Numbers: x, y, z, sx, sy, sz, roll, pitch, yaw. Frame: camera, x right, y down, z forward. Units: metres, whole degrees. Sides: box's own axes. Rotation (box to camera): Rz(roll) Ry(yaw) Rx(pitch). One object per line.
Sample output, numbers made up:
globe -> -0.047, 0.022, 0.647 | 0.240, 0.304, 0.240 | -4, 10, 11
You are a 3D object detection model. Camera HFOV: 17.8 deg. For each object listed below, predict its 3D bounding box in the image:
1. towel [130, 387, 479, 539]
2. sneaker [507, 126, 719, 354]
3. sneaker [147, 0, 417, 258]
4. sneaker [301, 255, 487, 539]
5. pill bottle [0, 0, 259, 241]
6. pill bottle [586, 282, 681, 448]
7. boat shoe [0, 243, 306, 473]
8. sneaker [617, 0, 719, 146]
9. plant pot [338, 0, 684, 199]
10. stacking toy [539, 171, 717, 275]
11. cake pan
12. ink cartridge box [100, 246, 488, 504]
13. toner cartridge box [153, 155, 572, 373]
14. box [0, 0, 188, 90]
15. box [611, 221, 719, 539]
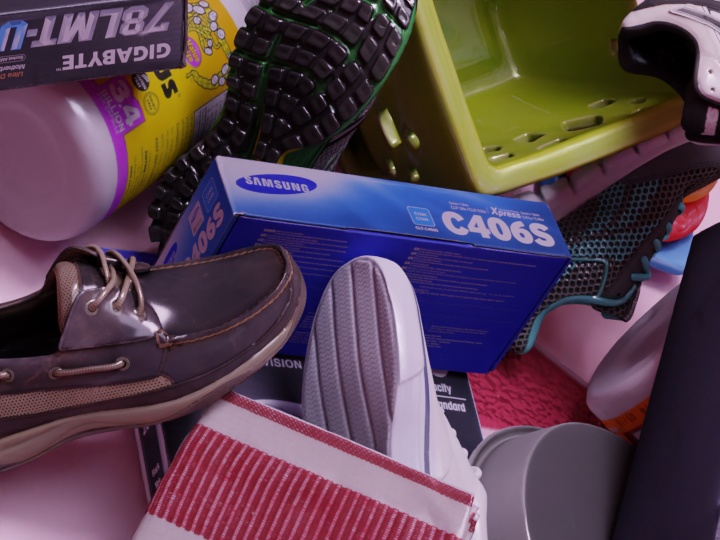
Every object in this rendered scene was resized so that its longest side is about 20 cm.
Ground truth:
towel -> -0.048, 0.164, 1.031 | 0.143, 0.023, 0.201 | 22, 68, 13
sneaker -> 0.145, -0.018, 1.314 | 0.092, 0.199, 0.078 | 64, 8, 6
sneaker -> -0.036, -0.085, 1.194 | 0.078, 0.200, 0.085 | 42, 23, 9
sneaker -> 0.021, 0.094, 1.113 | 0.071, 0.073, 0.201 | 10, 69, -46
pill bottle -> -0.122, -0.103, 1.222 | 0.104, 0.104, 0.200 | 44, 43, 4
pill bottle -> 0.232, 0.104, 1.290 | 0.200, 0.114, 0.114 | 46, 43, -6
boat shoe -> -0.121, 0.031, 1.067 | 0.199, 0.074, 0.075 | -23, 38, -7
sneaker -> 0.212, -0.080, 1.188 | 0.087, 0.076, 0.200 | -28, 51, -22
plant pot -> 0.066, -0.155, 1.297 | 0.198, 0.181, 0.201 | -22, 99, -28
stacking toy -> 0.202, -0.102, 1.379 | 0.109, 0.200, 0.117 | 24, 46, -18
cake pan -> 0.132, 0.164, 1.199 | 0.200, 0.037, 0.201 | 33, 39, -31
ink cartridge box -> -0.029, 0.070, 1.195 | 0.197, 0.043, 0.201 | 7, 51, -31
toner cartridge box -> 0.000, 0.000, 1.172 | 0.199, 0.095, 0.043 | 7, 43, -31
box -> -0.210, -0.151, 1.148 | 0.199, 0.050, 0.199 | -11, 37, -22
box -> 0.256, 0.092, 1.174 | 0.199, 0.117, 0.198 | 24, 69, -16
